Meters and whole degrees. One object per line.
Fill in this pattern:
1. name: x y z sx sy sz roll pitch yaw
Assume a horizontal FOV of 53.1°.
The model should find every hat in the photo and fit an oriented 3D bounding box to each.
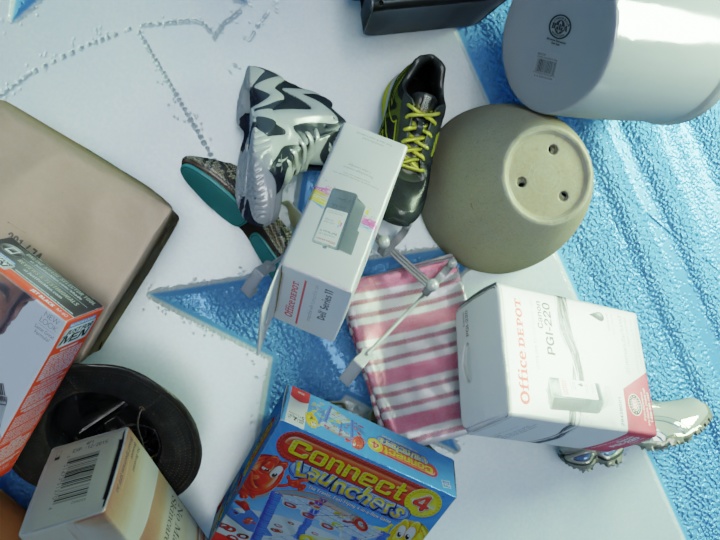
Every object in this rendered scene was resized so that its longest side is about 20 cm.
1. hat: -0.257 0.154 0.740 0.198 0.081 0.203 -1 118 -3

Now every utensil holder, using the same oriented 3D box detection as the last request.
1. utensil holder: 0.277 -0.246 0.771 0.198 0.169 0.172 -5 91 -31

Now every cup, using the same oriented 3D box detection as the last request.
1. cup: 0.176 -0.097 0.797 0.198 0.143 0.203 0 90 -10

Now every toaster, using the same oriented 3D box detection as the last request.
1. toaster: 0.077 -0.370 0.788 0.197 0.119 0.183 -10 93 -10

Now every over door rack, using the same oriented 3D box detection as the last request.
1. over door rack: 0.000 0.000 0.747 0.147 0.067 0.200 41 50 8

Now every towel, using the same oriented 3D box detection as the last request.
1. towel: 0.069 0.089 0.802 0.145 0.030 0.202 -13 73 -13

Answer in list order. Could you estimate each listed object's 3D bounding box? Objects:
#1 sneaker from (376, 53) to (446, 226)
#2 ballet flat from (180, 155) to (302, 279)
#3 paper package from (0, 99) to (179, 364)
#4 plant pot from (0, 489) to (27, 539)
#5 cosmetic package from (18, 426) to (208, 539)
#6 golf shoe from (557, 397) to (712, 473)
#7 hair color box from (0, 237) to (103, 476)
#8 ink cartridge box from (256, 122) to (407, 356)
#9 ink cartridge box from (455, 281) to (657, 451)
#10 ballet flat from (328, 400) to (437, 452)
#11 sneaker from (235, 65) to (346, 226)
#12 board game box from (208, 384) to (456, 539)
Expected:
1. sneaker: 0.050 -0.147 0.775 0.074 0.085 0.202 11 67 -13
2. ballet flat: -0.109 -0.060 0.791 0.200 0.068 0.075 49 61 -13
3. paper package: -0.315 -0.034 0.726 0.199 0.103 0.192 31 85 -8
4. plant pot: -0.388 0.289 0.679 0.200 0.200 0.140 -41 81 -8
5. cosmetic package: -0.224 0.262 0.696 0.086 0.104 0.201 -16 125 7
6. golf shoe: 0.326 0.169 0.864 0.198 0.078 0.098 -13 87 -11
7. hair color box: -0.330 0.085 0.640 0.110 0.064 0.201 35 103 4
8. ink cartridge box: -0.027 -0.017 0.653 0.067 0.117 0.202 21 63 0
9. ink cartridge box: 0.209 0.107 0.779 0.198 0.085 0.147 11 62 -22
10. ballet flat: -0.002 0.180 0.808 0.197 0.068 0.064 9 61 -13
11. sneaker: -0.062 -0.125 0.758 0.128 0.080 0.201 8 46 -20
12. board game box: -0.032 0.245 0.758 0.198 0.056 0.197 25 117 -9
